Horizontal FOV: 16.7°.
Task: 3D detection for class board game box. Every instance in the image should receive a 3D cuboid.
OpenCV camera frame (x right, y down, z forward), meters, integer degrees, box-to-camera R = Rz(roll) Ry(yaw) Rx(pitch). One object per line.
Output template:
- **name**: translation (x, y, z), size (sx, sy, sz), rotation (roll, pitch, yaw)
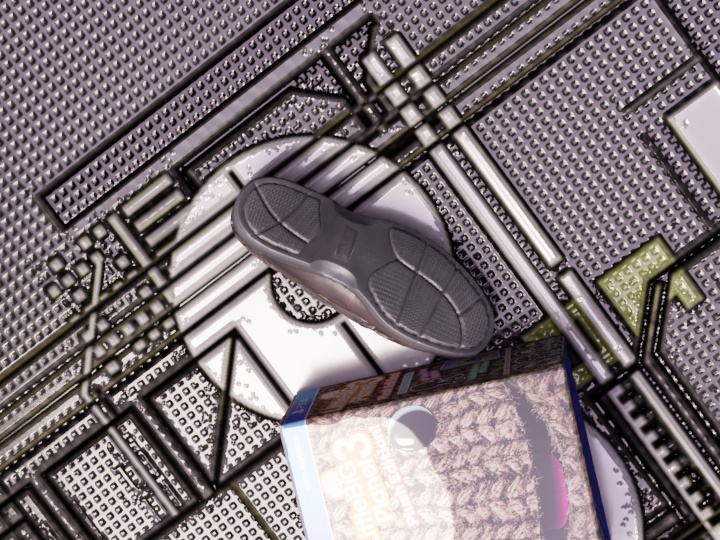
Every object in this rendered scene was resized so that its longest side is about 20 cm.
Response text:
- **board game box**: translation (0.061, 0.150, 1.684), size (0.198, 0.097, 0.161), rotation (-13, 98, 8)

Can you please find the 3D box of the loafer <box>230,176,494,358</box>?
- **loafer**: translation (0.000, 0.000, 1.693), size (0.199, 0.063, 0.072), rotation (29, 71, -4)
